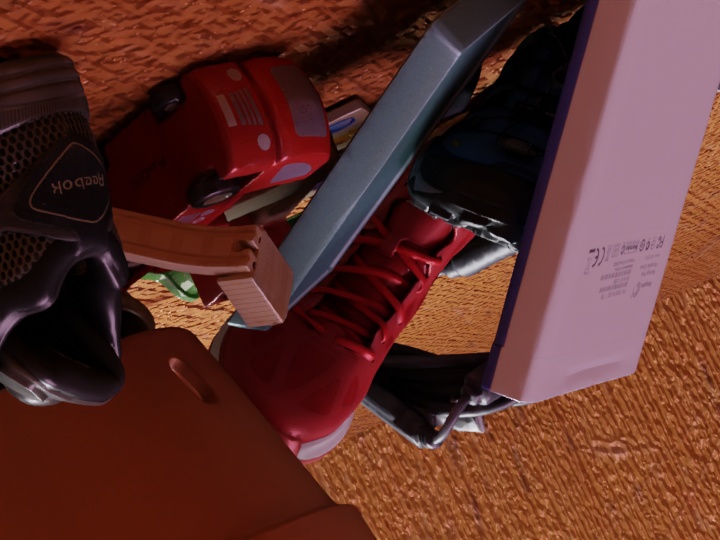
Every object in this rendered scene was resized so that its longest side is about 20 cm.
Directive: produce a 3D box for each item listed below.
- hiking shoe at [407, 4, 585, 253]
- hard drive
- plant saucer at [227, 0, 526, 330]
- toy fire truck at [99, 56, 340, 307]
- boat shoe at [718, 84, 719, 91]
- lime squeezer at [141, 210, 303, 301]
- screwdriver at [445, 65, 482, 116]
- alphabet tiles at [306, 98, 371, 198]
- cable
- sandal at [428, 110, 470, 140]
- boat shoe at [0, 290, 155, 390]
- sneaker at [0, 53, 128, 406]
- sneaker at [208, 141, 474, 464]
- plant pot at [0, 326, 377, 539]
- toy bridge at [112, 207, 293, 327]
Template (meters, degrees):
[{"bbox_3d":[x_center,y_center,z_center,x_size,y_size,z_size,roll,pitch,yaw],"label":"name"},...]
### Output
[{"bbox_3d":[0.073,-0.067,1.099,0.200,0.074,0.087,-49,160,-69],"label":"hiking shoe"},{"bbox_3d":[0.108,-0.050,1.042,0.025,0.200,0.132,20,-168,23],"label":"hard drive"},{"bbox_3d":[0.007,-0.046,1.052,0.070,0.019,0.200,-42,173,-46],"label":"plant saucer"},{"bbox_3d":[-0.056,-0.034,1.076,0.141,0.049,0.200,-15,167,-39],"label":"toy fire truck"},{"bbox_3d":[0.207,-0.121,1.170,0.202,0.065,0.074,-30,-173,21],"label":"boat shoe"},{"bbox_3d":[-0.067,-0.009,1.240,0.200,0.038,0.071,-14,175,-32],"label":"lime squeezer"},{"bbox_3d":[0.030,-0.068,1.192,0.028,0.029,0.200,-22,168,-11],"label":"screwdriver"},{"bbox_3d":[-0.065,-0.038,1.228,0.167,0.008,0.200,-24,172,7],"label":"alphabet tiles"},{"bbox_3d":[0.053,0.012,1.304,0.163,0.051,0.200,-36,-150,-12],"label":"cable"},{"bbox_3d":[0.086,-0.064,1.304,0.080,0.054,0.200,-19,172,-26],"label":"sandal"},{"bbox_3d":[-0.184,0.043,1.098,0.200,0.072,0.065,-18,-152,-30],"label":"boat shoe"},{"bbox_3d":[-0.153,0.012,0.905,0.199,0.114,0.076,-27,170,40],"label":"sneaker"},{"bbox_3d":[0.000,0.000,1.173,0.116,0.078,0.200,-55,-177,31],"label":"sneaker"},{"bbox_3d":[-0.100,0.115,1.057,0.200,0.140,0.200,-26,170,-5],"label":"plant pot"},{"bbox_3d":[-0.129,0.000,1.010,0.200,0.027,0.067,-4,142,24],"label":"toy bridge"}]
